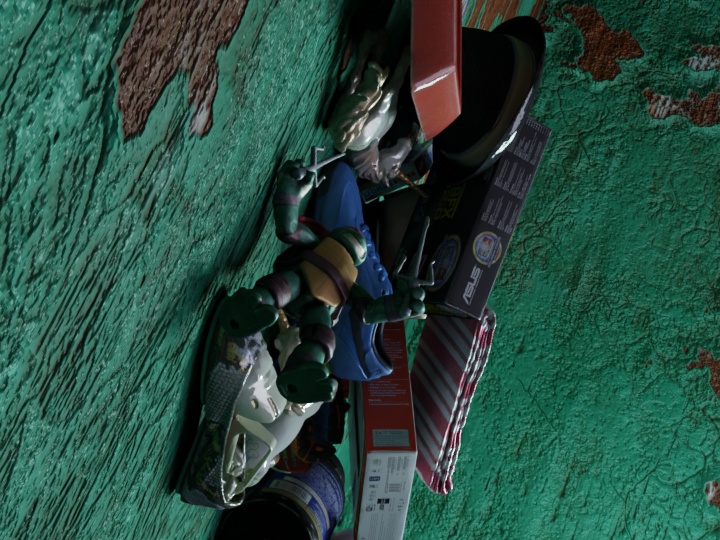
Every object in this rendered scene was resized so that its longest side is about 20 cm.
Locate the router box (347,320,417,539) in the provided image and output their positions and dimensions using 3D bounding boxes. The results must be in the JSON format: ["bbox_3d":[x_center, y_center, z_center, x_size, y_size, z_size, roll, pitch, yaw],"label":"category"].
[{"bbox_3d":[0.018,0.160,1.136,0.201,0.048,0.181,95,-7,-49],"label":"router box"}]

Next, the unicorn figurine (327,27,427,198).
[{"bbox_3d":[0.014,-0.140,0.993,0.199,0.073,0.139,-11,124,-63],"label":"unicorn figurine"}]

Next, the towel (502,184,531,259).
[{"bbox_3d":[0.128,-0.057,1.213,0.200,0.023,0.145,-125,-126,-75],"label":"towel"}]

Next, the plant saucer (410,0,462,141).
[{"bbox_3d":[0.066,-0.226,0.939,0.200,0.036,0.202,34,57,-81],"label":"plant saucer"}]

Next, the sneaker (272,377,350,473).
[{"bbox_3d":[-0.045,0.119,1.190,0.077,0.084,0.202,49,62,-83],"label":"sneaker"}]

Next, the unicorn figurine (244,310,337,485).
[{"bbox_3d":[-0.072,0.119,0.969,0.137,0.073,0.202,8,105,-81],"label":"unicorn figurine"}]

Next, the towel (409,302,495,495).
[{"bbox_3d":[0.087,0.109,1.147,0.146,0.030,0.202,-126,-131,-68],"label":"towel"}]

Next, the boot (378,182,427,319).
[{"bbox_3d":[0.060,-0.017,1.301,0.200,0.069,0.148,158,-73,-75],"label":"boot"}]

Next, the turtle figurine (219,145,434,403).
[{"bbox_3d":[-0.024,0.003,0.840,0.101,0.149,0.200,-53,-178,41],"label":"turtle figurine"}]

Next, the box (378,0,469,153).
[{"bbox_3d":[0.069,-0.228,1.237,0.137,0.037,0.202,-46,156,-73],"label":"box"}]

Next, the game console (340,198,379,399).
[{"bbox_3d":[-0.005,0.030,1.287,0.201,0.031,0.178,-88,-174,-52],"label":"game console"}]

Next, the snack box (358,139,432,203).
[{"bbox_3d":[0.053,-0.121,1.314,0.025,0.071,0.200,65,18,-9],"label":"snack box"}]

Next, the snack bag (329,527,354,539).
[{"bbox_3d":[-0.083,0.353,1.251,0.200,0.022,0.188,-36,-175,-40],"label":"snack bag"}]

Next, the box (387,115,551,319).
[{"bbox_3d":[0.102,-0.053,1.128,0.202,0.044,0.160,-68,-160,-8],"label":"box"}]

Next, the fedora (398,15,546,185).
[{"bbox_3d":[0.096,-0.184,1.096,0.201,0.091,0.202,-50,-155,33],"label":"fedora"}]

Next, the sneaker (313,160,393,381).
[{"bbox_3d":[0.000,0.000,1.027,0.066,0.078,0.203,-14,103,-71],"label":"sneaker"}]

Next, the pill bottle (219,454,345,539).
[{"bbox_3d":[-0.079,0.270,1.270,0.200,0.111,0.113,-44,155,-73],"label":"pill bottle"}]

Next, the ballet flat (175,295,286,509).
[{"bbox_3d":[-0.093,0.108,0.864,0.072,0.071,0.202,-58,167,-56],"label":"ballet flat"}]

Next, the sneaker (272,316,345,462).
[{"bbox_3d":[-0.057,0.083,1.102,0.075,0.078,0.202,2,100,-39],"label":"sneaker"}]
